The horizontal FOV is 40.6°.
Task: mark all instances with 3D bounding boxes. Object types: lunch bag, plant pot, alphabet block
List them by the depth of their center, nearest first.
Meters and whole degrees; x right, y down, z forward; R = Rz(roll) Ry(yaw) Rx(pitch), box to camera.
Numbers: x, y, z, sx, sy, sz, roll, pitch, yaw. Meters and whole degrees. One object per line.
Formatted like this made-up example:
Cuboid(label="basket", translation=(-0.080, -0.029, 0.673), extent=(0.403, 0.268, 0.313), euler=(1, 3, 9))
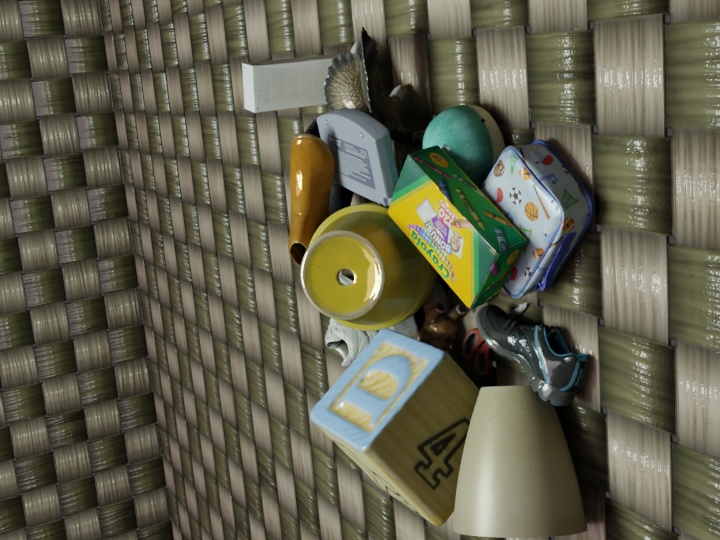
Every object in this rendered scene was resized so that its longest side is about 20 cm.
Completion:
Cuboid(label="lunch bag", translation=(0.228, -0.063, 1.319), extent=(0.160, 0.075, 0.200), euler=(55, 147, 29))
Cuboid(label="plant pot", translation=(0.219, 0.265, 1.377), extent=(0.187, 0.187, 0.200), euler=(160, 110, -63))
Cuboid(label="plant pot", translation=(0.000, 0.000, 1.464), extent=(0.189, 0.200, 0.201), euler=(-21, -79, -73))
Cuboid(label="alphabet block", translation=(0.079, 0.238, 1.511), extent=(0.200, 0.196, 0.195), euler=(49, 166, -27))

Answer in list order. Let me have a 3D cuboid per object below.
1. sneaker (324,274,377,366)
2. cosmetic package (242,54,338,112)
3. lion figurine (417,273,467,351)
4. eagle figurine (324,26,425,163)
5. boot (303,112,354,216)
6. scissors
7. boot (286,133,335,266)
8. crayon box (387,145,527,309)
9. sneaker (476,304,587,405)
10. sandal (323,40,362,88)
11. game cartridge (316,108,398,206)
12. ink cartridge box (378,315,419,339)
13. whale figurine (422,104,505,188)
Cuboid(label="sneaker", translation=(-0.030, 0.094, 1.855), extent=(0.200, 0.099, 0.075), euler=(66, 153, 26))
Cuboid(label="cosmetic package", translation=(-0.109, -0.334, 1.727), extent=(0.051, 0.200, 0.083), euler=(28, 125, 56))
Cuboid(label="lion figurine", translation=(0.118, 0.042, 1.598), extent=(0.123, 0.072, 0.200), euler=(122, 145, -64))
Cuboid(label="eagle figurine", translation=(0.026, -0.267, 1.554), extent=(0.152, 0.200, 0.151), euler=(-42, 14, 24))
Cuboid(label="boot", translation=(-0.060, -0.158, 1.713), extent=(0.158, 0.079, 0.211), euler=(79, -167, -50))
Cuboid(label="scissors", translation=(0.201, 0.089, 1.495), extent=(0.073, 0.014, 0.200), euler=(61, 150, 32))
Cuboid(label="boot", translation=(-0.085, -0.107, 1.562), extent=(0.201, 0.071, 0.144), euler=(82, -164, -56))
Cuboid(label="crayon box", translation=(0.129, -0.061, 1.343), extent=(0.200, 0.058, 0.119), euler=(51, 145, 26))
Cuboid(label="sneaker", translation=(0.244, 0.100, 1.374), extent=(0.200, 0.073, 0.082), euler=(44, 123, 39))
Cuboid(label="sandal", translation=(-0.037, -0.300, 1.657), extent=(0.079, 0.059, 0.207), euler=(56, -136, -69))
Cuboid(label="game cartridge", translation=(-0.003, -0.184, 1.524), extent=(0.200, 0.041, 0.133), euler=(32, 144, 56))
Cuboid(label="ink cartridge box", translation=(0.040, 0.031, 1.674), extent=(0.162, 0.050, 0.200), euler=(-132, 25, -62))
Cuboid(label="whale figurine", translation=(0.130, -0.151, 1.437), extent=(0.159, 0.104, 0.200), euler=(64, 148, 26))
